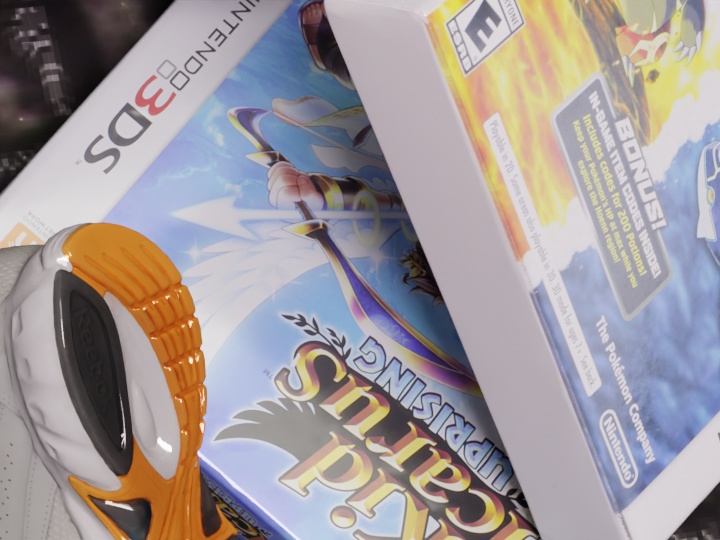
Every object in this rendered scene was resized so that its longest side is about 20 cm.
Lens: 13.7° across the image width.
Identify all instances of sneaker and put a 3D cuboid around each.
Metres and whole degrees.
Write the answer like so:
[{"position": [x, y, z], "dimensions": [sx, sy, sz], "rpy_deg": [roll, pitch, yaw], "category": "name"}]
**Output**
[{"position": [-0.084, 0.085, 0.872], "dimensions": [0.076, 0.092, 0.201], "rpy_deg": [-21, 104, -52], "category": "sneaker"}]

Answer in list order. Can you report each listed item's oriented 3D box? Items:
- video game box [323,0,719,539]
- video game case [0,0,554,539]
[{"position": [0.092, -0.045, 0.883], "dimensions": [0.182, 0.047, 0.201], "rpy_deg": [-45, 127, -31], "category": "video game box"}, {"position": [0.000, 0.000, 0.936], "dimensions": [0.200, 0.045, 0.182], "rpy_deg": [40, 67, -2], "category": "video game case"}]
